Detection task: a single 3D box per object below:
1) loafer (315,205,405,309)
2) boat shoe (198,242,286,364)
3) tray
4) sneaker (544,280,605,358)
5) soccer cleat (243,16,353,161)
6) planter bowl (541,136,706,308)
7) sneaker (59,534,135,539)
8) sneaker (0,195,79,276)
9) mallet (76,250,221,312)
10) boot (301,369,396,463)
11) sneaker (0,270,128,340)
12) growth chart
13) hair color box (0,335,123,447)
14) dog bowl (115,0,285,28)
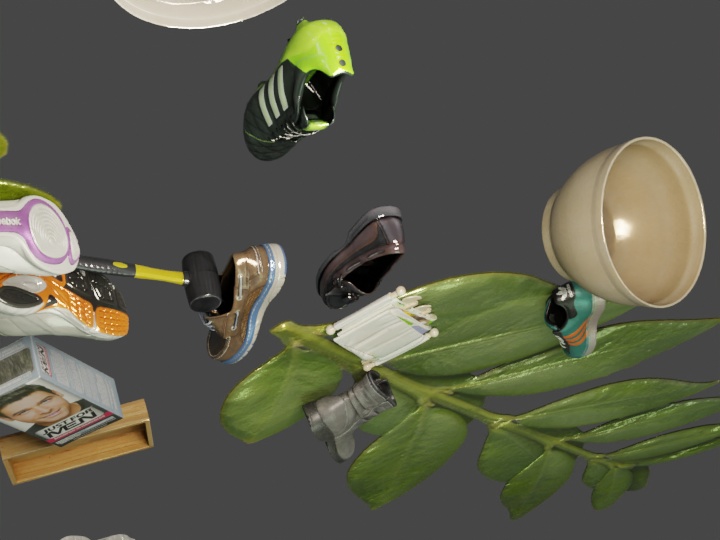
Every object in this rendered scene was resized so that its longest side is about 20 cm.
[{"bbox_3d":[0.000,0.000,1.716,0.071,0.064,0.200,-5,150,-28],"label":"loafer"},{"bbox_3d":[-0.155,0.037,1.684,0.072,0.073,0.201,1,137,-28],"label":"boat shoe"},{"bbox_3d":[-0.384,0.232,1.926,0.198,0.037,0.099,-15,153,-12],"label":"tray"},{"bbox_3d":[0.301,0.069,2.066,0.079,0.072,0.201,-12,148,-6],"label":"sneaker"},{"bbox_3d":[-0.062,-0.155,1.352,0.067,0.082,0.200,-5,151,-27],"label":"soccer cleat"},{"bbox_3d":[0.305,-0.052,1.719,0.199,0.203,0.134,5,172,-41],"label":"planter bowl"},{"bbox_3d":[-0.441,0.483,2.343,0.199,0.079,0.099,20,142,-40],"label":"sneaker"},{"bbox_3d":[-0.367,-0.035,1.404,0.099,0.076,0.199,-14,161,35],"label":"sneaker"},{"bbox_3d":[-0.245,-0.007,1.572,0.198,0.066,0.041,16,138,-29],"label":"mallet"},{"bbox_3d":[-0.001,0.223,2.149,0.131,0.070,0.200,-27,158,2],"label":"boot"},{"bbox_3d":[-0.347,0.041,1.555,0.092,0.077,0.199,-29,146,35],"label":"sneaker"},{"bbox_3d":[0.037,0.082,1.954,0.144,0.018,0.200,-26,154,10],"label":"growth chart"},{"bbox_3d":[-0.385,0.151,1.738,0.098,0.061,0.200,-25,153,11],"label":"hair color box"},{"bbox_3d":[-0.113,-0.276,1.107,0.198,0.059,0.201,-17,154,-8],"label":"dog bowl"}]
